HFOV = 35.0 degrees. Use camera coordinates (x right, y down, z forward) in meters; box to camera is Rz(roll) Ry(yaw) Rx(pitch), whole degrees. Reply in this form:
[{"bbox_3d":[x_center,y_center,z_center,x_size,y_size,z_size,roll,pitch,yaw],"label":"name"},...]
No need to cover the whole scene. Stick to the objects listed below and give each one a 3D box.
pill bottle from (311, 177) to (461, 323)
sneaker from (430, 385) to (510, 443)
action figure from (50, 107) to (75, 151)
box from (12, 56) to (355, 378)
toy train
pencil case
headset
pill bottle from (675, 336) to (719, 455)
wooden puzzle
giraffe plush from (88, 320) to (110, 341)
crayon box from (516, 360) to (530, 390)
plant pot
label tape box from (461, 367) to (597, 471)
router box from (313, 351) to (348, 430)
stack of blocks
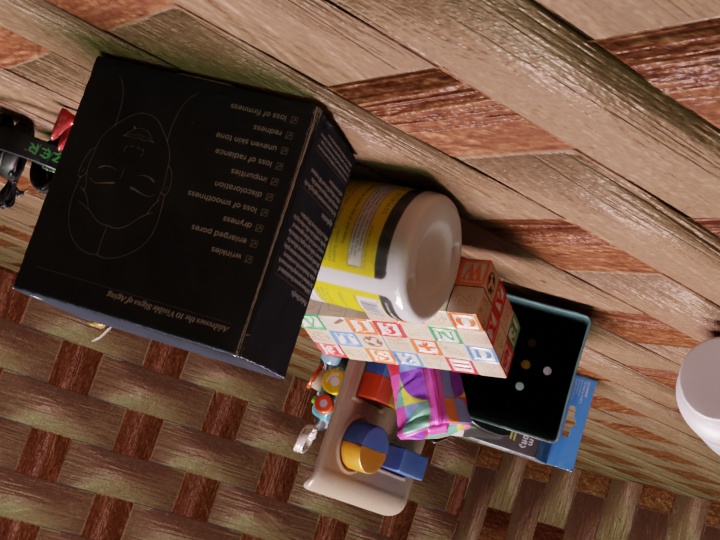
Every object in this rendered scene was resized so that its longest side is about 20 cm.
[{"bbox_3d":[-0.021,-0.027,1.014,0.199,0.115,0.114,13,169,29],"label":"pill bottle"},{"bbox_3d":[0.091,0.174,1.422,0.200,0.074,0.089,22,130,-19],"label":"sneaker"},{"bbox_3d":[-0.202,-0.103,1.125,0.199,0.052,0.065,17,165,-2],"label":"action figure"},{"bbox_3d":[-0.134,-0.040,0.907,0.199,0.197,0.124,16,170,17],"label":"box"},{"bbox_3d":[-0.036,0.103,1.294,0.056,0.200,0.150,33,-148,19],"label":"toy train"},{"bbox_3d":[0.061,0.076,1.193,0.088,0.201,0.088,-11,171,-2],"label":"pencil case"},{"bbox_3d":[-0.355,-0.107,1.229,0.123,0.094,0.200,24,174,-27],"label":"headset"},{"bbox_3d":[0.385,0.132,1.171,0.108,0.109,0.200,12,168,29],"label":"pill bottle"},{"bbox_3d":[0.035,0.169,1.272,0.046,0.201,0.185,15,169,38],"label":"wooden puzzle"},{"bbox_3d":[-0.322,-0.031,1.483,0.162,0.200,0.173,51,-178,0],"label":"giraffe plush"},{"bbox_3d":[0.142,0.115,1.558,0.199,0.051,0.127,17,-167,10],"label":"crayon box"},{"bbox_3d":[0.183,0.108,1.329,0.141,0.142,0.200,16,178,13],"label":"plant pot"},{"bbox_3d":[0.236,0.194,1.658,0.199,0.144,0.066,18,170,3],"label":"label tape box"},{"bbox_3d":[0.024,0.128,1.448,0.149,0.051,0.200,-1,139,-11],"label":"router box"},{"bbox_3d":[0.040,0.039,1.091,0.199,0.059,0.115,4,148,27],"label":"stack of blocks"}]
